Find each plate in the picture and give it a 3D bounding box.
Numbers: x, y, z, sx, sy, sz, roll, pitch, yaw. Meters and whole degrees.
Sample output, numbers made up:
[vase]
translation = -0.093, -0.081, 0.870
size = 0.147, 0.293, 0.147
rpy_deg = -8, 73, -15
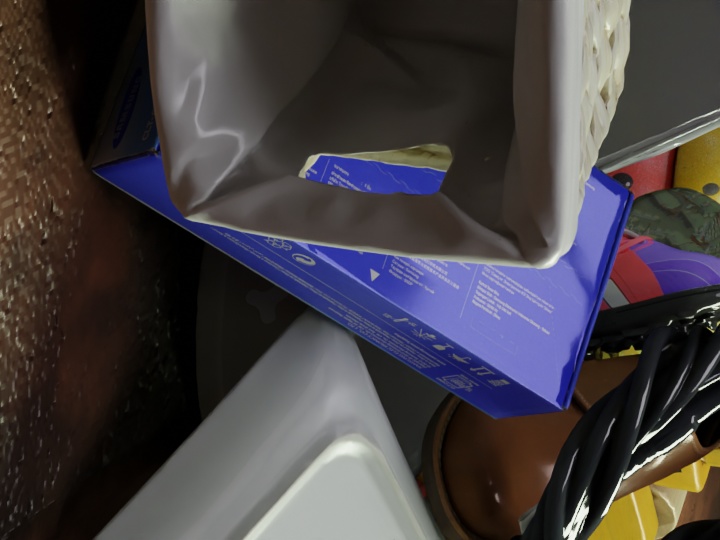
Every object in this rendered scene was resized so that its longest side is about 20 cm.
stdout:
[plate]
translation = -0.027, 0.147, 1.059
size = 0.200, 0.032, 0.200
rpy_deg = -47, 129, -30

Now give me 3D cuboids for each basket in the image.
[basket]
translation = 0.016, -0.120, 0.891
size = 0.123, 0.135, 0.201
rpy_deg = -55, 149, -55

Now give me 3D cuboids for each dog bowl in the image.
[dog bowl]
translation = 0.000, 0.000, 1.172
size = 0.200, 0.058, 0.201
rpy_deg = 10, 90, -71

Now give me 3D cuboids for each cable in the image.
[cable]
translation = 0.136, 0.076, 1.136
size = 0.199, 0.051, 0.164
rpy_deg = -17, 134, -32

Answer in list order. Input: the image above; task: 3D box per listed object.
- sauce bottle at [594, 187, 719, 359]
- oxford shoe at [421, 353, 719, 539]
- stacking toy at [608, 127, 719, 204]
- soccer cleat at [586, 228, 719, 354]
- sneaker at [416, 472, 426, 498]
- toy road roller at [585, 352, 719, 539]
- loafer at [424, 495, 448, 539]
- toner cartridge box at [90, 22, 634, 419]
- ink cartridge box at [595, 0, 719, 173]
[sauce bottle]
translation = 0.142, 0.038, 1.363
size = 0.200, 0.064, 0.065
rpy_deg = 89, 19, -58
[oxford shoe]
translation = 0.094, 0.063, 1.163
size = 0.200, 0.071, 0.072
rpy_deg = -18, 91, -53
[stacking toy]
translation = 0.151, -0.055, 1.364
size = 0.146, 0.199, 0.147
rpy_deg = 8, 90, -71
[soccer cleat]
translation = 0.088, 0.001, 1.261
size = 0.068, 0.200, 0.074
rpy_deg = 0, 84, -36
[sneaker]
translation = 0.071, 0.135, 1.383
size = 0.078, 0.082, 0.200
rpy_deg = -63, 163, 13
[toy road roller]
translation = 0.178, 0.067, 1.554
size = 0.200, 0.145, 0.123
rpy_deg = 73, 32, -51
[loafer]
translation = 0.035, 0.137, 1.192
size = 0.200, 0.063, 0.072
rpy_deg = -52, 174, -25
[toner cartridge box]
translation = 0.005, -0.032, 1.038
size = 0.200, 0.043, 0.095
rpy_deg = 33, 64, -29
[ink cartridge box]
translation = 0.104, -0.149, 1.160
size = 0.201, 0.146, 0.147
rpy_deg = 68, 22, 1
